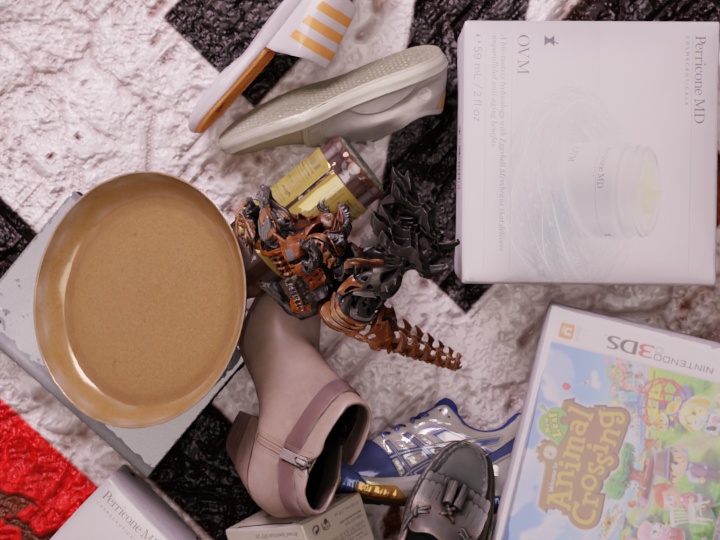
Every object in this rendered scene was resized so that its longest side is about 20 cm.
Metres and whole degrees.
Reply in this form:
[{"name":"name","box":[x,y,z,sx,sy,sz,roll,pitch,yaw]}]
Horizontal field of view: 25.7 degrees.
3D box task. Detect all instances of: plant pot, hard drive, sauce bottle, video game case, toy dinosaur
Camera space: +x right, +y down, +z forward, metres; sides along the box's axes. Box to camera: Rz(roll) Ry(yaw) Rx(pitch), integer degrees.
[{"name":"plant pot","box":[-0.171,0.023,1.245,0.198,0.027,0.203,-3,82,25]},{"name":"hard drive","box":[-0.205,0.053,1.309,0.200,0.033,0.140,41,93,-1]},{"name":"sauce bottle","box":[-0.074,-0.024,1.257,0.199,0.065,0.065,-38,91,8]},{"name":"video game case","box":[0.211,0.143,1.230,0.180,0.022,0.202,14,95,2]},{"name":"toy dinosaur","box":[0.000,0.000,1.205,0.199,0.103,0.136,30,121,-29]}]

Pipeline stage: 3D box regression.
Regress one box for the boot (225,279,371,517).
[{"name":"boot","box":[-0.040,0.094,1.241,0.070,0.146,0.202,16,89,-34]}]

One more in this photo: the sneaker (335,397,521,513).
[{"name":"sneaker","box":[0.048,0.149,1.295,0.197,0.075,0.089,5,78,-2]}]

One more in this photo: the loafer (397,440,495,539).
[{"name":"loafer","box":[0.055,0.223,1.207,0.071,0.063,0.202,23,76,4]}]

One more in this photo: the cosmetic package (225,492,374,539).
[{"name":"cosmetic package","box":[-0.025,0.286,1.267,0.105,0.071,0.202,-15,95,47]}]

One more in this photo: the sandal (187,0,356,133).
[{"name":"sandal","box":[-0.055,-0.177,1.277,0.059,0.079,0.207,42,102,-2]}]

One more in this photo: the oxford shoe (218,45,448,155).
[{"name":"oxford shoe","box":[-0.019,-0.124,1.280,0.198,0.075,0.058,-18,116,3]}]

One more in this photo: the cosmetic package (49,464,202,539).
[{"name":"cosmetic package","box":[-0.227,0.272,1.296,0.113,0.081,0.200,42,94,2]}]

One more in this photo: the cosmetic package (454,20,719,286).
[{"name":"cosmetic package","box":[0.176,-0.091,1.246,0.197,0.123,0.202,0,93,1]}]
